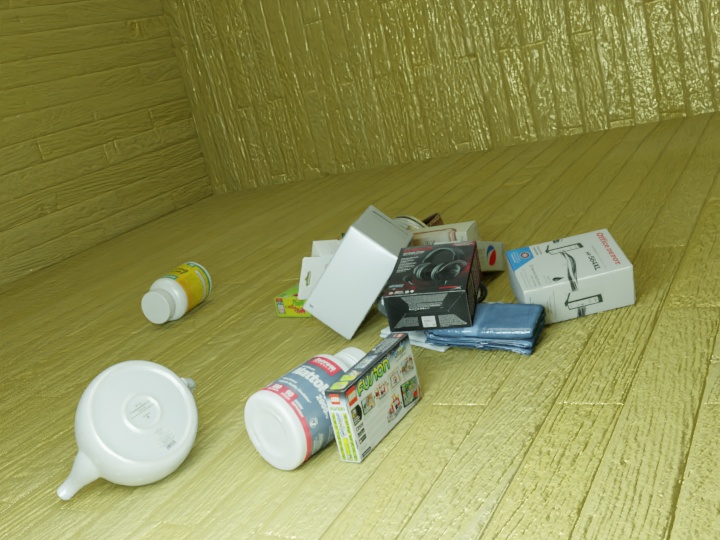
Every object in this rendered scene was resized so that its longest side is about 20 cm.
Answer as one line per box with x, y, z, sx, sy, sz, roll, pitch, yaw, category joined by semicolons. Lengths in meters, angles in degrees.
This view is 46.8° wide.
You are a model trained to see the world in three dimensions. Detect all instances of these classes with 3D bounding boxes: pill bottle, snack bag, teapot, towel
-0.476;0.061;2.149;0.111;0.115;0.200;-8;16;23;pill bottle
0.163;0.097;1.589;0.198;0.022;0.187;-26;19;-35;snack bag
-0.065;0.196;1.241;0.118;0.122;0.199;0;20;43;pill bottle
-0.349;0.245;1.283;0.196;0.201;0.146;11;-37;-24;teapot
0.216;0.096;1.437;0.196;0.049;0.112;0;27;29;towel

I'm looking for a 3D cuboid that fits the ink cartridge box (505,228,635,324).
0.378;0.011;1.510;0.196;0.086;0.147;-14;32;2;ink cartridge box

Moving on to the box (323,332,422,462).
0.024;0.182;1.229;0.034;0.112;0.199;-4;17;33;box

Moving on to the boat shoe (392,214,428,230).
0.138;-0.080;2.098;0.198;0.076;0.068;24;53;40;boat shoe

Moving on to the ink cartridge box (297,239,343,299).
-0.050;-0.005;1.867;0.196;0.118;0.068;-4;34;-22;ink cartridge box

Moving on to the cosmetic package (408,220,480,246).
0.177;-0.045;1.941;0.196;0.105;0.087;-8;17;28;cosmetic package

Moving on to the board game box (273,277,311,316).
-0.101;0.049;1.964;0.100;0.049;0.199;-2;19;37;board game box

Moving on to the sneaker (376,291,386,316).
0.108;0.057;1.717;0.197;0.076;0.084;-13;6;-33;sneaker

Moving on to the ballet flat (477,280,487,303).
0.154;0.061;1.560;0.196;0.075;0.073;-17;15;-19;ballet flat

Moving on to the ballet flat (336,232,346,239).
-0.052;-0.055;2.278;0.062;0.070;0.200;-27;13;3;ballet flat

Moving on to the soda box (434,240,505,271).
0.237;-0.029;1.782;0.067;0.065;0.198;-3;-2;36;soda box

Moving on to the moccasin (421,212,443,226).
0.141;-0.102;2.229;0.198;0.079;0.073;-22;19;-23;moccasin

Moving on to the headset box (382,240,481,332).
0.133;0.021;1.482;0.146;0.079;0.201;-5;29;18;headset box

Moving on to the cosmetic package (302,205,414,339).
0.000;0.000;1.699;0.122;0.201;0.200;33;20;3;cosmetic package
